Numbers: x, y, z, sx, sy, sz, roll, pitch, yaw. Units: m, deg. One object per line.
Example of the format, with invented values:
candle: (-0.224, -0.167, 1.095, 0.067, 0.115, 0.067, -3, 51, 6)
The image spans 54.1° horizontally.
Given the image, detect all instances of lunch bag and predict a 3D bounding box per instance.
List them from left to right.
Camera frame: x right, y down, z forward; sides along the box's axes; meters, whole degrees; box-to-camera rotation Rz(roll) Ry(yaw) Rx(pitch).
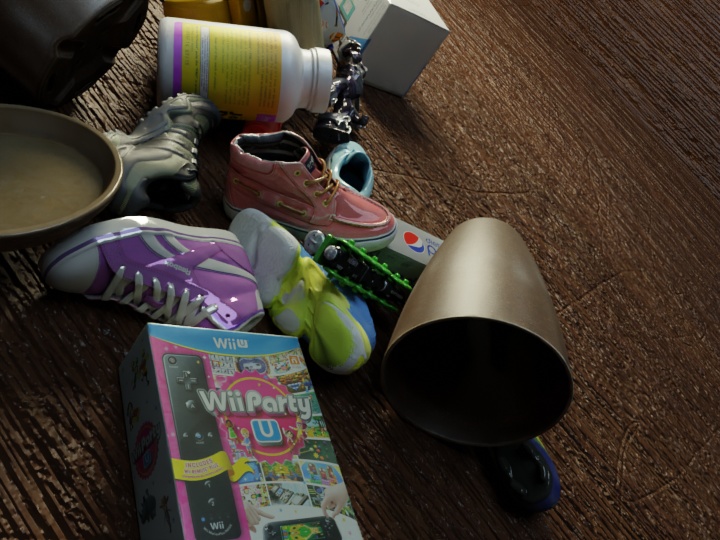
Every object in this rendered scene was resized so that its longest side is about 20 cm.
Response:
lunch bag: (-0.093, -0.416, 1.065, 0.201, 0.074, 0.163, 56, -11, 55)

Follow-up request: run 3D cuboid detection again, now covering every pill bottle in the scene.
pill bottle: (-0.135, -0.229, 0.818, 0.195, 0.106, 0.106, 1, 46, -15)

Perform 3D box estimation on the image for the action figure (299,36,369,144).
action figure: (-0.023, -0.255, 1.017, 0.201, 0.068, 0.132, -63, 144, -51)

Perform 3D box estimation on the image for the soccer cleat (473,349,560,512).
soccer cleat: (0.161, 0.175, 0.788, 0.084, 0.064, 0.203, 50, 14, -48)

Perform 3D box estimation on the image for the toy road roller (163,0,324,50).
toy road roller: (-0.155, -0.309, 0.892, 0.197, 0.125, 0.145, 21, 43, 34)

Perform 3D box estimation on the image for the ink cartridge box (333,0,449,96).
ink cartridge box: (0.030, -0.445, 1.246, 0.144, 0.147, 0.203, 8, 45, -39)

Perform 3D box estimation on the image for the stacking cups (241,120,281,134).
stacking cups: (-0.115, -0.229, 0.933, 0.060, 0.061, 0.202, 31, 35, -15)

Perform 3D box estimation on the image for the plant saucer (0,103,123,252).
plant saucer: (-0.289, -0.075, 0.556, 0.195, 0.030, 0.202, 10, 35, -7)

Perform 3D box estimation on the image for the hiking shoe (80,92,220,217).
hiking shoe: (-0.196, -0.107, 0.718, 0.101, 0.075, 0.200, 48, 42, -6)

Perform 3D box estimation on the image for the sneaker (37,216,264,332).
sneaker: (-0.163, 0.020, 0.601, 0.198, 0.073, 0.116, -2, 57, -46)

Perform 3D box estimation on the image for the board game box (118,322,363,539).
board game box: (-0.094, 0.146, 0.538, 0.145, 0.064, 0.203, 10, 44, -40)

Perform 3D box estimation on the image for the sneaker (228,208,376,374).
sneaker: (-0.056, 0.023, 0.724, 0.201, 0.076, 0.105, 52, 15, 16)

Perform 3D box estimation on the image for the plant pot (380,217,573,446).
plant pot: (0.125, 0.044, 0.744, 0.185, 0.187, 0.202, 31, 41, -15)

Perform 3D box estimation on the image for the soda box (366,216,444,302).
soda box: (0.073, -0.002, 0.868, 0.197, 0.068, 0.064, 22, 40, -27)

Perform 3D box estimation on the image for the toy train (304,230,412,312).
toy train: (0.000, 0.000, 0.727, 0.056, 0.042, 0.199, 36, 1, 27)

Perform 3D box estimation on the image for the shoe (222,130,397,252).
shoe: (-0.049, -0.084, 0.753, 0.195, 0.092, 0.072, 12, 45, -4)

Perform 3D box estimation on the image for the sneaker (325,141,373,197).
sneaker: (-0.007, -0.125, 0.910, 0.073, 0.082, 0.202, 31, 35, -16)

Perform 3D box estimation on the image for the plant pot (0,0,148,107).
plant pot: (-0.324, -0.283, 0.674, 0.198, 0.200, 0.201, 44, 33, -10)
